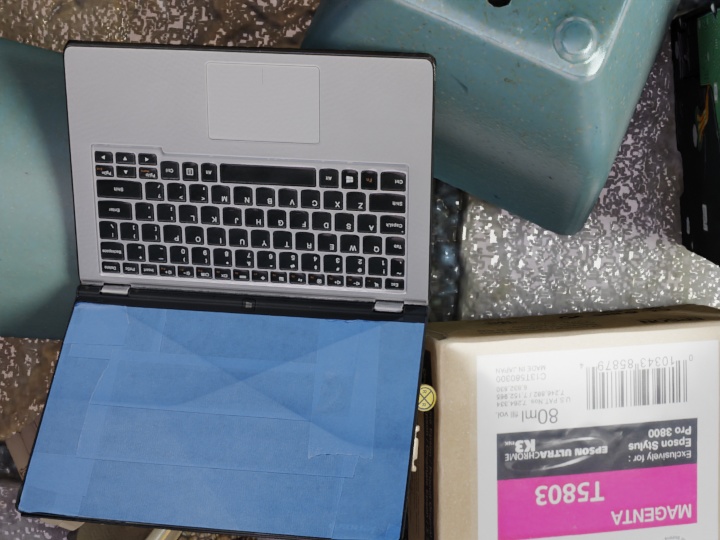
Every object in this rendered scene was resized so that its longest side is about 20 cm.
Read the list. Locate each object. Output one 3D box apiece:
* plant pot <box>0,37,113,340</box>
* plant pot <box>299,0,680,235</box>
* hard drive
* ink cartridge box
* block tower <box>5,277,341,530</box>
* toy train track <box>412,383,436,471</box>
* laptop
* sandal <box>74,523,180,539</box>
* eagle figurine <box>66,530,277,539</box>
[{"bbox_3d":[-0.186,-0.043,0.789,0.193,0.200,0.203,9,97,-5],"label":"plant pot"},{"bbox_3d":[0.079,-0.154,0.725,0.194,0.200,0.198,24,86,1],"label":"plant pot"},{"bbox_3d":[0.202,-0.074,0.739,0.037,0.200,0.142,-4,95,5],"label":"hard drive"},{"bbox_3d":[0.128,0.110,0.802,0.197,0.075,0.167,-4,96,-13],"label":"ink cartridge box"},{"bbox_3d":[-0.094,0.059,0.745,0.199,0.054,0.058,-36,63,5],"label":"block tower"},{"bbox_3d":[0.020,0.046,0.752,0.032,0.114,0.203,4,91,-25],"label":"toy train track"},{"bbox_3d":[-0.063,0.005,0.646,0.185,0.116,0.203,3,111,7],"label":"laptop"},{"bbox_3d":[-0.121,0.088,0.810,0.054,0.080,0.202,44,60,-37],"label":"sandal"},{"bbox_3d":[-0.080,0.195,0.831,0.198,0.152,0.152,-28,114,2],"label":"eagle figurine"}]
